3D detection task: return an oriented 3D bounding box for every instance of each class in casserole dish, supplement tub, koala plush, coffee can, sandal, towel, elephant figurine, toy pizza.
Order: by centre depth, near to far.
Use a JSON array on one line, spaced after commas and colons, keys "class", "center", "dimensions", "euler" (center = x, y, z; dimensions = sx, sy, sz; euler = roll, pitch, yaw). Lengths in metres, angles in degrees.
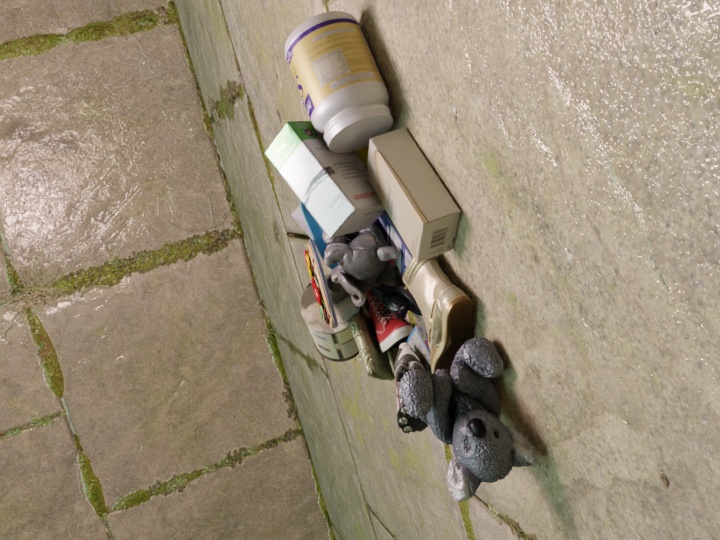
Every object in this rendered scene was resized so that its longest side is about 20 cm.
[{"class": "koala plush", "center": [0.180, 0.250, 1.143], "dimensions": [0.201, 0.175, 0.185], "euler": [59, 171, 35]}, {"class": "supplement tub", "center": [-0.035, -0.324, 1.241], "dimensions": [0.146, 0.143, 0.203], "euler": [123, 127, -70]}, {"class": "elephant figurine", "center": [0.000, 0.000, 1.413], "dimensions": [0.157, 0.139, 0.202], "euler": [-104, 4, -46]}, {"class": "sandal", "center": [0.069, 0.067, 1.442], "dimensions": [0.075, 0.048, 0.200], "euler": [45, 167, -20]}, {"class": "casserole dish", "center": [-0.059, -0.081, 1.508], "dimensions": [0.120, 0.039, 0.203], "euler": [12, 132, 50]}, {"class": "toy pizza", "center": [-0.090, 0.032, 1.554], "dimensions": [0.200, 0.031, 0.204], "euler": [163, 91, -85]}, {"class": "towel", "center": [0.027, 0.180, 1.636], "dimensions": [0.200, 0.036, 0.151], "euler": [39, -149, -71]}, {"class": "coffee can", "center": [-0.059, 0.118, 1.734], "dimensions": [0.201, 0.144, 0.148], "euler": [79, 166, -64]}]

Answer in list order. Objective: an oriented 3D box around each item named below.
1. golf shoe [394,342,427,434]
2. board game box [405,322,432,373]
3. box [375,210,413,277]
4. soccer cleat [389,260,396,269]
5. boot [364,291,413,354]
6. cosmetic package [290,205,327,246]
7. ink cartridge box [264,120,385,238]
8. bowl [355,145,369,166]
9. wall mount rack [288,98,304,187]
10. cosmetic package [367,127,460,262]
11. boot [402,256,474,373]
[{"class": "golf shoe", "center": [0.105, 0.239, 1.432], "dimensions": [0.089, 0.075, 0.203], "euler": [-98, 3, -55]}, {"class": "board game box", "center": [0.132, 0.201, 1.455], "dimensions": [0.201, 0.034, 0.136], "euler": [109, 140, -65]}, {"class": "box", "center": [0.066, -0.068, 1.359], "dimensions": [0.202, 0.032, 0.122], "euler": [59, 167, 28]}, {"class": "soccer cleat", "center": [0.012, -0.071, 1.498], "dimensions": [0.203, 0.066, 0.076], "euler": [65, 152, 8]}, {"class": "boot", "center": [0.054, 0.097, 1.545], "dimensions": [0.200, 0.071, 0.147], "euler": [130, 121, -75]}, {"class": "cosmetic package", "center": [-0.065, -0.062, 1.655], "dimensions": [0.201, 0.052, 0.150], "euler": [50, 170, -23]}, {"class": "ink cartridge box", "center": [-0.054, -0.165, 1.276], "dimensions": [0.084, 0.145, 0.201], "euler": [-44, 77, 29]}, {"class": "bowl", "center": [-0.036, -0.228, 1.415], "dimensions": [0.200, 0.106, 0.204], "euler": [161, 90, -74]}, {"class": "wall mount rack", "center": [-0.112, -0.279, 1.565], "dimensions": [0.176, 0.073, 0.202], "euler": [-93, 12, -47]}, {"class": "cosmetic package", "center": [0.084, -0.127, 1.192], "dimensions": [0.104, 0.072, 0.202], "euler": [93, 152, -53]}, {"class": "boot", "center": [0.130, 0.077, 1.258], "dimensions": [0.202, 0.072, 0.156], "euler": [90, 155, -43]}]
